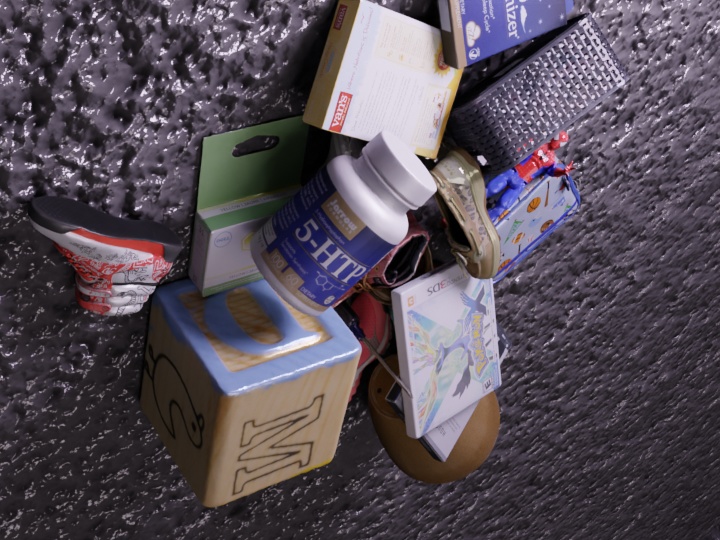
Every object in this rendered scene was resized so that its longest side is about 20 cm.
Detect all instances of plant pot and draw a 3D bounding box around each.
[{"bbox_3d":[0.085,0.189,1.800,0.186,0.187,0.200,-42,151,2],"label":"plant pot"}]

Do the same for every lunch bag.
[{"bbox_3d":[0.216,-0.076,1.756,0.199,0.076,0.160,-40,148,-1],"label":"lunch bag"}]

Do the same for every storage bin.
[{"bbox_3d":[0.205,-0.210,1.523,0.199,0.094,0.135,-36,-171,-7],"label":"storage bin"}]

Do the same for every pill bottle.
[{"bbox_3d":[-0.017,-0.056,1.407,0.200,0.120,0.119,-43,146,16],"label":"pill bottle"}]

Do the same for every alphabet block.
[{"bbox_3d":[-0.137,0.129,1.533,0.194,0.196,0.202,-14,136,-30],"label":"alphabet block"}]

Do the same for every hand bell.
[{"bbox_3d":[0.088,0.000,1.724,0.104,0.104,0.199,-51,157,14],"label":"hand bell"}]

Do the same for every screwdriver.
[{"bbox_3d":[0.010,0.101,1.633,0.028,0.201,0.029,3,130,-45],"label":"screwdriver"}]

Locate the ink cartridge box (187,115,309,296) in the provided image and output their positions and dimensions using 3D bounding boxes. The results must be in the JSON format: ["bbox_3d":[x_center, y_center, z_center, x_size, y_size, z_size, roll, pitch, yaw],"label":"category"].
[{"bbox_3d":[-0.120,-0.073,1.456,0.144,0.048,0.201,-17,141,-30],"label":"ink cartridge box"}]

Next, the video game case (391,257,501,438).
[{"bbox_3d":[0.115,0.091,1.645,0.181,0.022,0.203,-25,117,-41],"label":"video game case"}]

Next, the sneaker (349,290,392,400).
[{"bbox_3d":[-0.025,0.110,1.723,0.086,0.074,0.202,-1,129,-41],"label":"sneaker"}]

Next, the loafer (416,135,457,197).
[{"bbox_3d":[0.086,-0.136,1.565,0.199,0.070,0.076,8,123,-48],"label":"loafer"}]

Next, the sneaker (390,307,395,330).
[{"bbox_3d":[0.105,0.077,1.744,0.199,0.077,0.093,-12,95,-60],"label":"sneaker"}]

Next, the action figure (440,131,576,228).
[{"bbox_3d":[0.199,-0.111,1.629,0.200,0.065,0.099,-43,-174,-4],"label":"action figure"}]

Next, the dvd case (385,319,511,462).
[{"bbox_3d":[0.122,0.133,1.695,0.201,0.025,0.151,-56,133,-21],"label":"dvd case"}]

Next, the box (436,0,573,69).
[{"bbox_3d":[0.175,-0.321,1.449,0.198,0.032,0.122,-27,123,-26],"label":"box"}]

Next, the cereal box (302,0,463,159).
[{"bbox_3d":[0.033,-0.214,1.422,0.199,0.039,0.146,10,101,-47],"label":"cereal box"}]

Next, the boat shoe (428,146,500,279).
[{"bbox_3d":[0.123,-0.061,1.561,0.062,0.073,0.201,-33,131,-17],"label":"boat shoe"}]

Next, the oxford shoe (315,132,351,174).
[{"bbox_3d":[-0.037,-0.085,1.512,0.057,0.076,0.202,4,133,0],"label":"oxford shoe"}]

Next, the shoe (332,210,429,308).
[{"bbox_3d":[0.000,0.000,1.607,0.200,0.091,0.071,-49,140,10],"label":"shoe"}]

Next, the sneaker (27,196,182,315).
[{"bbox_3d":[-0.286,-0.008,1.346,0.200,0.067,0.108,13,116,-53],"label":"sneaker"}]
